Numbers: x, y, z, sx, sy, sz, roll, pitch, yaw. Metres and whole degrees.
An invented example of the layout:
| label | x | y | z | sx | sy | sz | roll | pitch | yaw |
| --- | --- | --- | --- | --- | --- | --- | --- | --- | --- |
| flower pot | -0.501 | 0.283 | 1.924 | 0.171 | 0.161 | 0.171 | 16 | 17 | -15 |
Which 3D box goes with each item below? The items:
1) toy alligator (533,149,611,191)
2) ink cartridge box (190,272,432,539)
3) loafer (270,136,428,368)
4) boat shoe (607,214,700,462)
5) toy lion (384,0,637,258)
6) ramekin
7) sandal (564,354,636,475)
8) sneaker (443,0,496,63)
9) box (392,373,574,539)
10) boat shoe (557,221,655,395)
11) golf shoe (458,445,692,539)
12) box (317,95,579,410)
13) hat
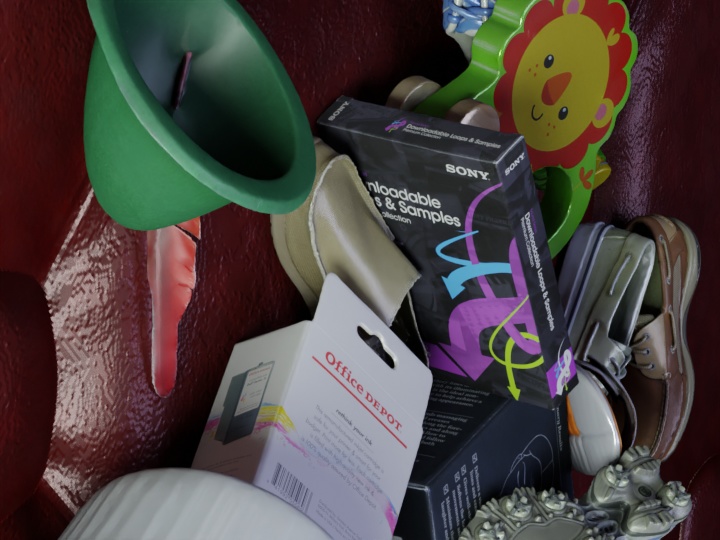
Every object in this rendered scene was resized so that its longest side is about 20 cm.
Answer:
| label | x | y | z | sx | sy | sz | roll | pitch | yaw |
| --- | --- | --- | --- | --- | --- | --- | --- | --- | --- |
| toy alligator | 0.134 | -0.088 | 1.796 | 0.054 | 0.059 | 0.200 | -38 | 163 | 8 |
| ink cartridge box | -0.033 | 0.114 | 1.488 | 0.117 | 0.067 | 0.201 | 45 | 45 | -30 |
| loafer | 0.000 | 0.000 | 1.572 | 0.076 | 0.067 | 0.201 | -58 | 143 | -37 |
| boat shoe | 0.221 | 0.051 | 1.990 | 0.074 | 0.075 | 0.201 | 19 | 72 | -55 |
| toy lion | 0.112 | -0.094 | 1.655 | 0.191 | 0.069 | 0.201 | -36 | 133 | -27 |
| ramekin | -0.088 | 0.200 | 1.338 | 0.098 | 0.200 | 0.201 | -61 | 145 | -46 |
| sandal | 0.157 | 0.095 | 1.771 | 0.059 | 0.207 | 0.080 | -13 | 94 | -14 |
| sneaker | 0.090 | -0.198 | 1.660 | 0.077 | 0.075 | 0.200 | -63 | 146 | -37 |
| box | 0.053 | 0.151 | 1.665 | 0.200 | 0.107 | 0.149 | -40 | 130 | -50 |
| boat shoe | 0.175 | 0.060 | 1.908 | 0.072 | 0.062 | 0.201 | 25 | 76 | -60 |
| golf shoe | 0.130 | 0.187 | 1.630 | 0.199 | 0.078 | 0.097 | -12 | 144 | -41 |
| box | 0.056 | -0.011 | 1.592 | 0.036 | 0.143 | 0.201 | -44 | 134 | -36 |
| hat | -0.136 | -0.052 | 1.366 | 0.165 | 0.176 | 0.201 | -5 | 64 | -59 |
